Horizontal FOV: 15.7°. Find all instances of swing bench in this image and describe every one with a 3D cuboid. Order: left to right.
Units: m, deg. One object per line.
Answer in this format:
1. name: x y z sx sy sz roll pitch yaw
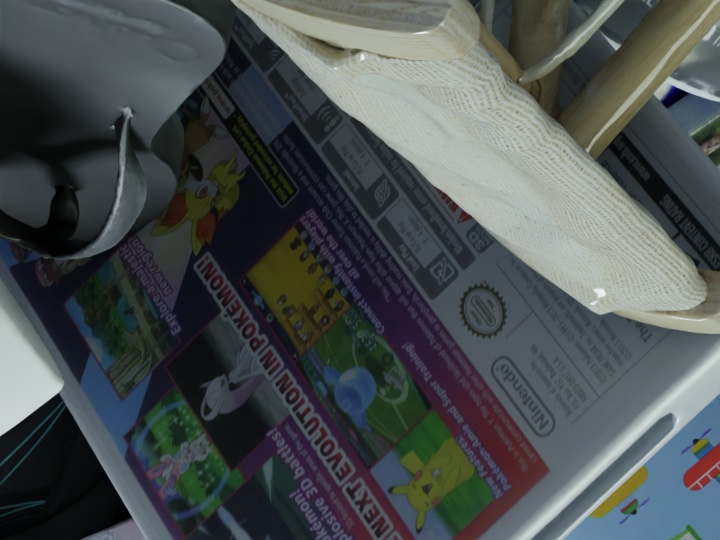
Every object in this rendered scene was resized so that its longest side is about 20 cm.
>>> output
1. swing bench: 0.038 -0.115 0.577 0.201 0.129 0.199 -65 152 -7

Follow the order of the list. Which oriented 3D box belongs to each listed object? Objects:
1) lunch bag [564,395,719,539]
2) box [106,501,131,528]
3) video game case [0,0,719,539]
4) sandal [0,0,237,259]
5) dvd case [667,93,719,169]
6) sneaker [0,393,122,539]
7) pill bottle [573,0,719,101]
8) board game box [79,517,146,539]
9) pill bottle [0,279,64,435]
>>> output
1. lunch bag: 0.128 0.116 1.095 0.199 0.151 0.094 -34 153 -8
2. box: -0.085 0.115 0.942 0.199 0.050 0.158 -25 149 -27
3. video game case: 0.000 0.000 0.706 0.182 0.200 0.023 -44 144 11
4. sandal: -0.079 -0.036 0.648 0.075 0.043 0.200 13 163 -6
5. dvd case: 0.168 -0.052 1.033 0.199 0.018 0.143 -35 153 -9
6. sneaker: -0.161 0.072 0.781 0.199 0.075 0.080 -30 139 -31
7. pill bottle: 0.133 -0.154 0.737 0.106 0.106 0.200 -1 135 -50
8. board game box: -0.037 0.121 0.820 0.198 0.044 0.200 -25 155 1
9. pill bottle: -0.181 0.050 0.654 0.199 0.114 0.113 -36 153 -5
